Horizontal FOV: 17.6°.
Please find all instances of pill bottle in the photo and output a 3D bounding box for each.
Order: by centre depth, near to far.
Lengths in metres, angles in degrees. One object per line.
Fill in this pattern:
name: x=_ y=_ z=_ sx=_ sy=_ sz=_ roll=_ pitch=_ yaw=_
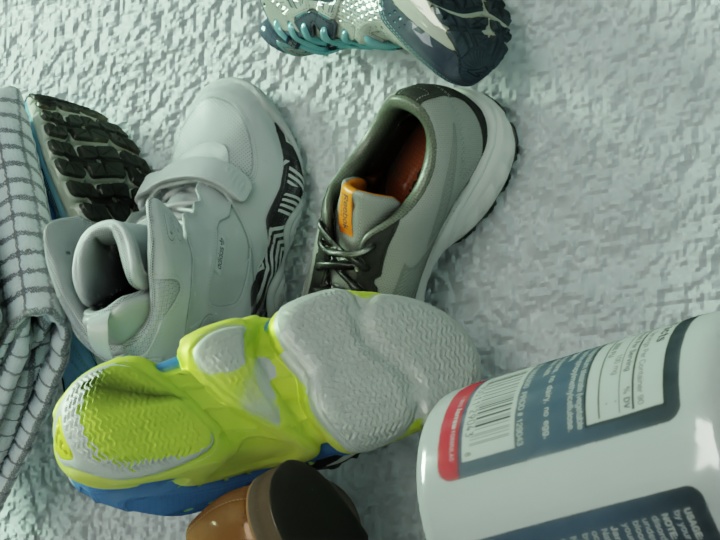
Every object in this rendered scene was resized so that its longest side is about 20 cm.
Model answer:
pill bottle: x=0.136 y=0.083 z=0.977 sx=0.200 sy=0.119 sz=0.120 roll=-18 pitch=70 yaw=29

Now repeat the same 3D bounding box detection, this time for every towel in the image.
towel: x=-0.221 y=0.025 z=1.190 sx=0.200 sy=0.085 sz=0.166 roll=-60 pitch=37 yaw=39

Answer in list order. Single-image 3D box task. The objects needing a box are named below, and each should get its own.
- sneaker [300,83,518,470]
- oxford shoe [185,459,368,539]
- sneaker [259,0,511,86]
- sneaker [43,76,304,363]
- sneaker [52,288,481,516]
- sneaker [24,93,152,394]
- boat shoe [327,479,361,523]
sneaker: x=0.000 y=0.000 z=1.110 sx=0.074 sy=0.079 sz=0.201 roll=27 pitch=97 yaw=33
oxford shoe: x=-0.008 y=0.179 z=1.047 sx=0.071 sy=0.071 sz=0.200 roll=-26 pitch=101 yaw=31
sneaker: x=-0.002 y=-0.135 z=1.150 sx=0.200 sy=0.078 sz=0.086 roll=47 pitch=112 yaw=41
sneaker: x=-0.089 y=-0.025 z=1.134 sx=0.075 sy=0.115 sz=0.200 roll=-11 pitch=59 yaw=28
sneaker: x=-0.048 y=0.064 z=1.069 sx=0.105 sy=0.199 sz=0.076 roll=125 pitch=135 yaw=-64
sneaker: x=-0.152 y=-0.001 z=1.213 sx=0.090 sy=0.078 sz=0.200 roll=-31 pitch=65 yaw=28
boat shoe: x=-0.041 y=0.196 z=1.110 sx=0.073 sy=0.074 sz=0.201 roll=-1 pitch=82 yaw=58
